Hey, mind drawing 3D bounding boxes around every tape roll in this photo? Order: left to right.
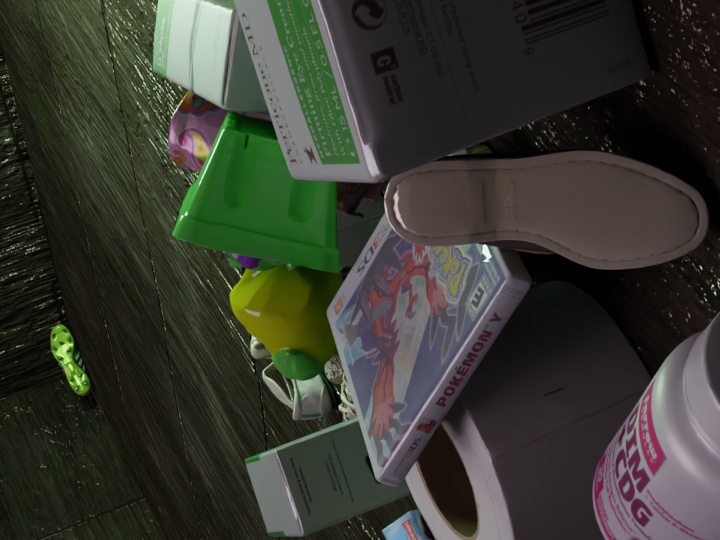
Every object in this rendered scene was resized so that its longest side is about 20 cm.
[{"bbox_3d":[0.120,0.125,1.098,0.203,0.138,0.204,56,158,37],"label":"tape roll"}]

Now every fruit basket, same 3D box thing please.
[{"bbox_3d":[-0.078,-0.016,1.213,0.216,0.154,0.218,-168,90,-84],"label":"fruit basket"}]

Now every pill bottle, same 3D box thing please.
[{"bbox_3d":[0.212,0.102,0.851,0.114,0.113,0.201,61,159,24],"label":"pill bottle"}]

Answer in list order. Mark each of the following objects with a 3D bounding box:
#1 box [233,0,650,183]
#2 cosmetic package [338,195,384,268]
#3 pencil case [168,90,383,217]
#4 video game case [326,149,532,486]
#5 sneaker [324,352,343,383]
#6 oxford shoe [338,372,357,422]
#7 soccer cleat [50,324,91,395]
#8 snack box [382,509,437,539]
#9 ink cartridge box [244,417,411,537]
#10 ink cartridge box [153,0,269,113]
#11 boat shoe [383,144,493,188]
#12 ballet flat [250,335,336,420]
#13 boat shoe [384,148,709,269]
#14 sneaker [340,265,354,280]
[{"bbox_3d":[0.037,-0.179,0.917,0.171,0.198,0.201,11,121,71],"label":"box"},{"bbox_3d":[0.000,0.000,1.393,0.107,0.089,0.201,96,152,-48],"label":"cosmetic package"},{"bbox_3d":[-0.078,-0.111,1.361,0.198,0.088,0.088,16,137,17],"label":"pencil case"},{"bbox_3d":[0.040,0.020,1.038,0.183,0.023,0.201,-59,27,25],"label":"video game case"},{"bbox_3d":[-0.044,0.057,1.571,0.077,0.088,0.201,56,157,35],"label":"sneaker"},{"bbox_3d":[0.006,0.134,1.563,0.201,0.057,0.075,90,155,-44],"label":"oxford shoe"},{"bbox_3d":[-0.761,0.240,3.855,0.081,0.067,0.201,92,153,-77],"label":"soccer cleat"},{"bbox_3d":[0.106,0.253,1.225,0.037,0.199,0.117,-38,68,26],"label":"snack box"},{"bbox_3d":[0.006,0.180,1.387,0.147,0.198,0.084,146,106,-70],"label":"ink cartridge box"},{"bbox_3d":[-0.083,-0.191,1.283,0.200,0.145,0.084,-146,62,-61],"label":"ink cartridge box"},{"bbox_3d":[0.060,-0.073,1.172,0.064,0.073,0.201,64,169,1],"label":"boat shoe"},{"bbox_3d":[-0.099,0.105,1.818,0.201,0.069,0.070,57,158,34],"label":"ballet flat"},{"bbox_3d":[0.117,-0.042,0.917,0.059,0.198,0.073,-34,-55,-71],"label":"boat shoe"},{"bbox_3d":[0.056,0.007,1.205,0.075,0.105,0.200,69,162,2],"label":"sneaker"}]
